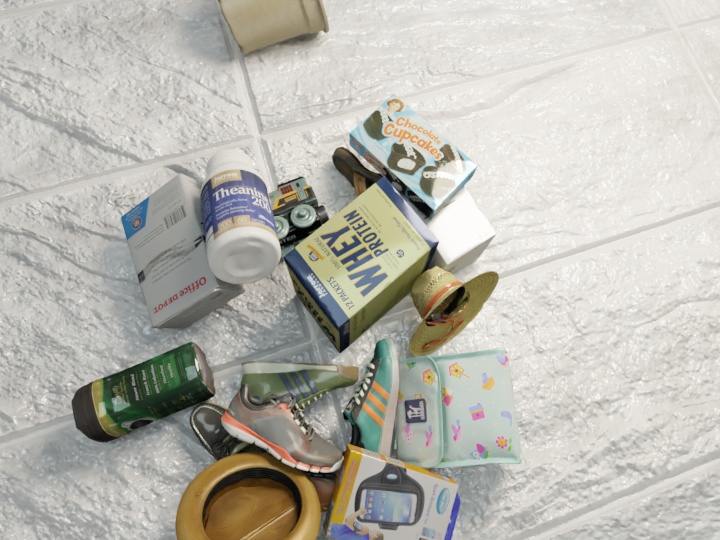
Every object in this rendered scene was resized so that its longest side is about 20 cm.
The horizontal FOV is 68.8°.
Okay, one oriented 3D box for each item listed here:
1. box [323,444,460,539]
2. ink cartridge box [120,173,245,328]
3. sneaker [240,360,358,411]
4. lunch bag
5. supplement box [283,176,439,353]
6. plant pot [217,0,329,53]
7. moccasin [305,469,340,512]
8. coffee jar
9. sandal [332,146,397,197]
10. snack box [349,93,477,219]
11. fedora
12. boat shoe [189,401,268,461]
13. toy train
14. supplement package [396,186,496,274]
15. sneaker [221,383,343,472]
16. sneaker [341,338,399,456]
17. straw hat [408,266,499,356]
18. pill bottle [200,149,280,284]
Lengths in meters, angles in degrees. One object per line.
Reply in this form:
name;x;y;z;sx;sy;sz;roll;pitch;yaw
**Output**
box;0.055;0.344;0.760;0.194;0.041;0.123;19;83;-7
ink cartridge box;-0.293;-0.026;0.867;0.142;0.084;0.206;-28;75;17
sneaker;-0.100;0.198;0.852;0.192;0.067;0.094;2;76;-1
lunch bag;0.145;0.220;0.836;0.192;0.122;0.177;-6;76;11
supplement box;0.000;0.000;0.846;0.198;0.201;0.135;-39;76;-13
plant pot;-0.181;-0.525;1.017;0.179;0.201;0.206;-25;75;0
moccasin;-0.008;0.352;0.806;0.193;0.074;0.081;5;86;-7
coffee jar;-0.331;0.189;0.812;0.194;0.105;0.087;-22;70;-12
sandal;0.004;-0.149;0.945;0.054;0.083;0.200;-36;64;-19
snack box;0.087;-0.195;0.886;0.116;0.037;0.200;-42;75;-17
fedora;-0.151;0.346;0.716;0.193;0.084;0.203;11;32;-7
boat shoe;-0.187;0.277;0.815;0.200;0.066;0.072;42;70;6
toy train;-0.154;-0.085;0.930;0.194;0.086;0.116;-23;62;-8
supplement package;0.131;-0.100;0.936;0.107;0.114;0.204;-28;74;-13
sneaker;-0.107;0.231;0.781;0.195;0.077;0.084;25;85;-5
sneaker;0.014;0.209;0.841;0.077;0.071;0.208;9;80;-10
straw hat;0.126;0.045;0.858;0.197;0.203;0.086;-32;62;-14
pill bottle;-0.192;-0.091;0.822;0.107;0.113;0.204;-13;54;-8
